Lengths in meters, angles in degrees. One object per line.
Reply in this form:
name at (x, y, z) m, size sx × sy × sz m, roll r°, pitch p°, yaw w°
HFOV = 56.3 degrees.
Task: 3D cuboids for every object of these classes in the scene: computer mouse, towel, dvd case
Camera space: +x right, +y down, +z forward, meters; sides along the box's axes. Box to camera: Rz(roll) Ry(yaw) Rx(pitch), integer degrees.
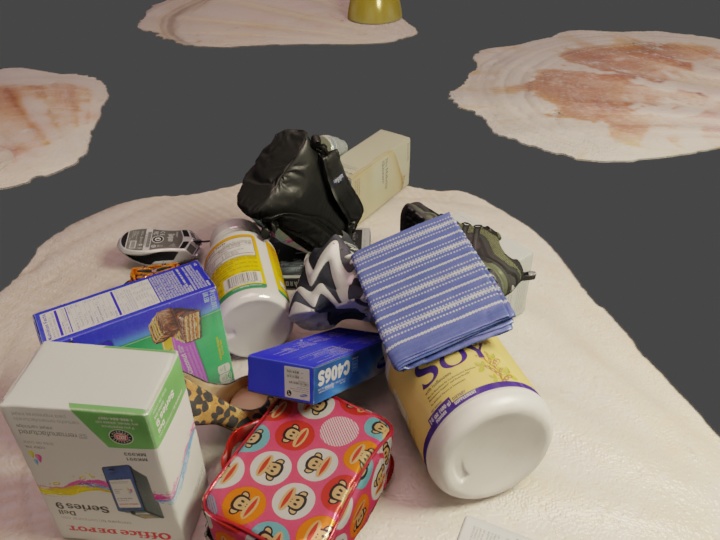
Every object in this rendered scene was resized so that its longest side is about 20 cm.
computer mouse at (-0.304, -0.037, 1.130) m, size 0.195 × 0.045 × 0.111 m, roll 0°, pitch 39°, yaw -7°
towel at (0.077, 0.020, 0.776) m, size 0.142 × 0.024 × 0.202 m, roll -22°, pitch 42°, yaw 0°
dvd case at (-0.082, -0.022, 1.112) m, size 0.195 × 0.025 × 0.152 m, roll -1°, pitch 35°, yaw 3°

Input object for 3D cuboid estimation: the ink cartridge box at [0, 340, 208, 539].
ink cartridge box at (-0.244, 0.178, 0.674) m, size 0.142 × 0.203 × 0.088 m, roll 3°, pitch 37°, yaw 6°

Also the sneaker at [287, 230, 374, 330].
sneaker at (0.000, 0.000, 0.881) m, size 0.196 × 0.079 × 0.132 m, roll -14°, pitch 58°, yaw 30°

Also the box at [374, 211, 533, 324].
box at (0.123, 0.020, 0.966) m, size 0.198 × 0.108 × 0.152 m, roll -25°, pitch 41°, yaw -30°

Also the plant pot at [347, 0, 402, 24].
plant pot at (0.050, -0.966, 2.365) m, size 0.195 × 0.145 × 0.202 m, roll -1°, pitch 34°, yaw 1°

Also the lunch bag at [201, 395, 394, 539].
lunch bag at (-0.071, 0.217, 0.713) m, size 0.173 × 0.083 × 0.200 m, roll 15°, pitch 38°, yaw 24°

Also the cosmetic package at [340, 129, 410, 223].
cosmetic package at (0.013, -0.174, 1.258) m, size 0.072 × 0.105 × 0.200 m, roll 21°, pitch 42°, yaw 28°

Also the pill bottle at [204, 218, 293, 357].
pill bottle at (-0.166, 0.016, 0.968) m, size 0.110 × 0.115 × 0.202 m, roll -10°, pitch 41°, yaw -12°

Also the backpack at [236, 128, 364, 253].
backpack at (-0.085, -0.110, 1.046) m, size 0.168 × 0.200 × 0.126 m, roll -51°, pitch 50°, yaw 0°

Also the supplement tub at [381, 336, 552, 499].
supplement tub at (0.111, 0.135, 0.767) m, size 0.142 × 0.148 × 0.201 m, roll -11°, pitch 35°, yaw -13°

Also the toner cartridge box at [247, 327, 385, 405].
toner cartridge box at (-0.040, 0.110, 0.817) m, size 0.093 × 0.044 × 0.199 m, roll 7°, pitch 8°, yaw 30°

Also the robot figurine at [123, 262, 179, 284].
robot figurine at (-0.297, 0.054, 0.980) m, size 0.142 × 0.059 × 0.201 m, roll -8°, pitch 36°, yaw -10°

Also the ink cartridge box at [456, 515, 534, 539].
ink cartridge box at (0.158, 0.316, 0.557) m, size 0.196 × 0.086 × 0.145 m, roll 13°, pitch 37°, yaw 22°

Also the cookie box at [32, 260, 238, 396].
cookie box at (-0.261, 0.106, 0.806) m, size 0.197 × 0.174 × 0.075 m, roll -21°, pitch 35°, yaw -24°

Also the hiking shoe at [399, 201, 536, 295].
hiking shoe at (0.134, -0.028, 0.890) m, size 0.099 × 0.077 × 0.200 m, roll -16°, pitch 46°, yaw -35°

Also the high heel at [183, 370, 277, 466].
high heel at (-0.148, 0.130, 0.787) m, size 0.070 × 0.145 × 0.199 m, roll 20°, pitch 40°, yaw 30°

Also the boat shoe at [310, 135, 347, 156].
boat shoe at (-0.103, -0.194, 1.277) m, size 0.199 × 0.072 × 0.071 m, roll -23°, pitch -9°, yaw 38°
